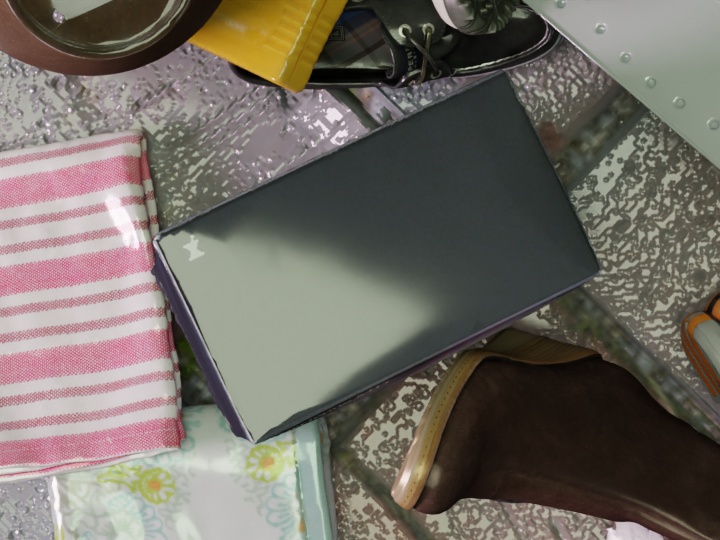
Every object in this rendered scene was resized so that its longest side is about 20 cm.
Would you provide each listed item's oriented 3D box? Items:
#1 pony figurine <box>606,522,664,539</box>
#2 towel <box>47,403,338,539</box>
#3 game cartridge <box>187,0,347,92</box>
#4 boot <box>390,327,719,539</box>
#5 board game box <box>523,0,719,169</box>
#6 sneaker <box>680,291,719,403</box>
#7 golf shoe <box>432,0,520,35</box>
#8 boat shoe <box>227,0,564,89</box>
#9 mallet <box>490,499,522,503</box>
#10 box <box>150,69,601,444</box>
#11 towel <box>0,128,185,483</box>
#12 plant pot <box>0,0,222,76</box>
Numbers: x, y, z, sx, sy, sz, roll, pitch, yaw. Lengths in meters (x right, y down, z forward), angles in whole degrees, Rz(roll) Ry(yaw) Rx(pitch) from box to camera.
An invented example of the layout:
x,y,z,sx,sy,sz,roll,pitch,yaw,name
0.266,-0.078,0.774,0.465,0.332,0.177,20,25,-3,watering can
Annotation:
x,y,z,sx,sy,sz,roll,pitch,yaw,name
0.200,0.240,1.130,0.200,0.167,0.193,3,106,-9,pony figurine
-0.095,0.180,1.206,0.171,0.048,0.200,-5,91,6,towel
-0.055,-0.219,1.151,0.176,0.032,0.200,28,92,38,game cartridge
0.118,0.102,1.070,0.166,0.200,0.072,29,118,12,boot
0.214,-0.164,1.069,0.200,0.026,0.200,44,99,22,board game box
0.274,0.085,1.134,0.112,0.078,0.200,-30,89,-6,sneaker
0.037,-0.207,1.147,0.088,0.077,0.200,-24,57,26,golf shoe
0.018,-0.132,1.160,0.200,0.066,0.070,2,125,9,boat shoe
0.159,0.124,1.181,0.200,0.041,0.066,17,94,2,mallet
0.000,0.000,1.093,0.200,0.198,0.123,-26,88,-6,box
-0.186,0.020,1.201,0.146,0.030,0.200,-10,77,7,towel
-0.136,-0.172,1.011,0.187,0.200,0.187,-3,109,-9,plant pot
